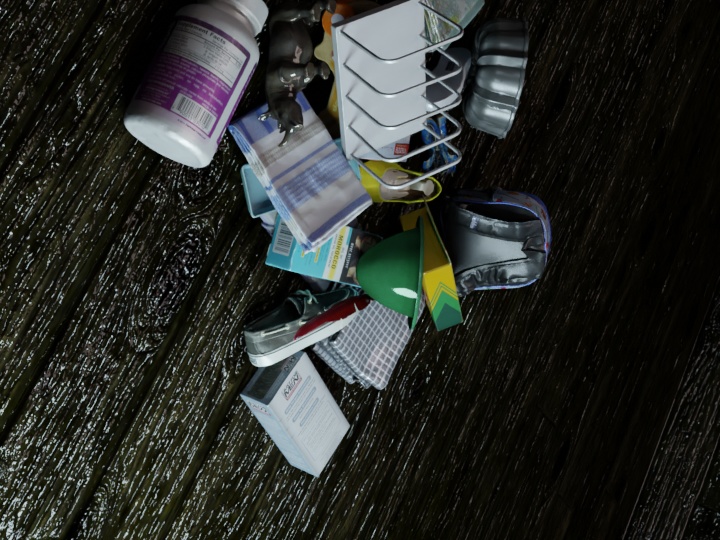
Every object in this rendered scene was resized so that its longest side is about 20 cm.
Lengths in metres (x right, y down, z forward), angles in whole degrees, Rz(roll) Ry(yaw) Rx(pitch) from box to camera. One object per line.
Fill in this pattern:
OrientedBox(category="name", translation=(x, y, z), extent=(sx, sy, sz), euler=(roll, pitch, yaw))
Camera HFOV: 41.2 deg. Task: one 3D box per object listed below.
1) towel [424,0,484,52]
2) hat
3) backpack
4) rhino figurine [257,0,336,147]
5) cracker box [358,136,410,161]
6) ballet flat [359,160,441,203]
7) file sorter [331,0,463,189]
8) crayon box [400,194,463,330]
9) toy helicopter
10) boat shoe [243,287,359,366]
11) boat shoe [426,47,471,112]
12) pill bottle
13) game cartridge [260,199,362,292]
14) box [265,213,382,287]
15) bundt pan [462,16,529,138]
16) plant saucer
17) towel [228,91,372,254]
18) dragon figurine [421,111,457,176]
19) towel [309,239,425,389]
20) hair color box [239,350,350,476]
OrientedBox(category="towel", translation=(0.116, -0.443, 1.446), extent=(0.201, 0.047, 0.173), euler=(-54, 129, -43))
OrientedBox(category="hat", translation=(0.000, 0.000, 1.392), extent=(0.200, 0.172, 0.169), euler=(-88, -178, -77))
OrientedBox(category="backpack", translation=(0.243, -0.057, 1.697), extent=(0.154, 0.187, 0.203), euler=(-50, 141, -54))
OrientedBox(category="rhino figurine", translation=(-0.088, -0.257, 1.235), extent=(0.059, 0.086, 0.204), euler=(16, 80, -55))
OrientedBox(category="cracker box", translation=(0.027, -0.268, 1.431), extent=(0.133, 0.057, 0.204), euler=(-4, 105, -55))
OrientedBox(category="ballet flat", translation=(0.063, -0.138, 1.522), extent=(0.198, 0.066, 0.068), euler=(0, 101, -53))
OrientedBox(category="file sorter", translation=(0.056, -0.230, 1.263), extent=(0.137, 0.125, 0.202), euler=(-24, 135, -21))
OrientedBox(category="crayon box", translation=(0.115, -0.011, 1.567), extent=(0.050, 0.128, 0.201), euler=(-19, 141, -1))
OrientedBox(category="toy helicopter", translation=(-0.008, -0.273, 1.339), extent=(0.079, 0.130, 0.203), euler=(-71, -178, -68))
OrientedBox(category="boat shoe", translation=(-0.081, 0.065, 1.383), extent=(0.198, 0.070, 0.065), euler=(-31, 123, -31))
OrientedBox(category="boat shoe", translation=(0.135, -0.291, 1.546), extent=(0.201, 0.069, 0.067), euler=(-66, 159, -50))
OrientedBox(category="pill bottle", translation=(-0.184, -0.233, 1.110), extent=(0.112, 0.111, 0.203), euler=(40, 71, -52))
OrientedBox(category="game cartridge", translation=(-0.073, -0.073, 1.390), extent=(0.131, 0.038, 0.201), euler=(-55, 141, -19))
OrientedBox(category="box", translation=(-0.048, -0.029, 1.372), extent=(0.199, 0.049, 0.084), euler=(14, 92, -55))
OrientedBox(category="bundt pan", translation=(0.219, -0.326, 1.599), extent=(0.202, 0.074, 0.206), euler=(-171, -90, -87))
OrientedBox(category="plant saucer", translation=(-0.081, -0.132, 1.313), extent=(0.198, 0.019, 0.071), euler=(-22, 107, -37))
OrientedBox(category="towel", translation=(-0.076, -0.139, 1.281), extent=(0.146, 0.024, 0.202), euler=(-38, 99, -38))
OrientedBox(category="dragon figurine", translation=(0.123, -0.198, 1.541), extent=(0.200, 0.058, 0.101), euler=(-37, 115, -82))
OrientedBox(category="towel", translation=(0.015, 0.073, 1.521), extent=(0.202, 0.085, 0.166), euler=(-61, 142, -18))
OrientedBox(category="hair color box", translation=(-0.094, 0.212, 1.443), extent=(0.100, 0.060, 0.201), euler=(-55, 141, -26))
